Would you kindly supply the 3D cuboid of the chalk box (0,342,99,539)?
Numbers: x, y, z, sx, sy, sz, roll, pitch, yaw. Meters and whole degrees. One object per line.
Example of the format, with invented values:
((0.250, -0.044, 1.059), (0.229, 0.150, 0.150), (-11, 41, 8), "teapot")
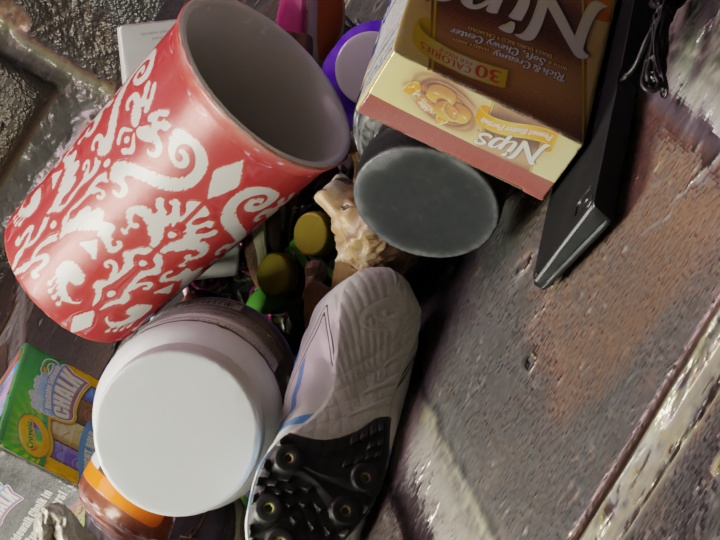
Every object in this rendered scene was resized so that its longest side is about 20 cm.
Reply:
((-0.231, 0.150, 1.847), (0.125, 0.200, 0.124), (-52, 15, 31), "chalk box")

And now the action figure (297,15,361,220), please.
((-0.051, -0.090, 1.899), (0.119, 0.102, 0.200), (-37, 24, 57), "action figure")

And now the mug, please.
((-0.113, -0.064, 1.600), (0.200, 0.133, 0.178), (-43, 6, 28), "mug")

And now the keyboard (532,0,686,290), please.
((0.138, -0.090, 1.359), (0.127, 0.021, 0.200), (-56, 13, 44), "keyboard")

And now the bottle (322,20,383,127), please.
((0.016, -0.128, 1.666), (0.083, 0.066, 0.200), (-25, 0, 7), "bottle")

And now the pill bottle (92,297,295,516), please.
((-0.099, 0.082, 1.524), (0.114, 0.114, 0.200), (-59, 1, 7), "pill bottle")

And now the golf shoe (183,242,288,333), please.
((-0.096, 0.002, 1.839), (0.092, 0.072, 0.201), (75, 175, -64), "golf shoe")

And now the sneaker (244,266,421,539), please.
((-0.016, 0.090, 1.461), (0.073, 0.072, 0.201), (119, 174, -58), "sneaker")

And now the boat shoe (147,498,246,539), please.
((-0.117, 0.191, 1.530), (0.075, 0.073, 0.200), (-53, 16, 32), "boat shoe")

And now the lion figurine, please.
((0.000, 0.000, 1.587), (0.200, 0.072, 0.123), (101, 178, -46), "lion figurine")

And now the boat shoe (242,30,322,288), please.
((-0.049, -0.072, 1.717), (0.075, 0.074, 0.203), (-99, 3, -49), "boat shoe")

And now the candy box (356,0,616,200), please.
((0.078, -0.144, 1.416), (0.055, 0.115, 0.200), (-57, 12, 45), "candy box")

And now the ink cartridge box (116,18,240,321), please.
((-0.121, -0.060, 1.742), (0.116, 0.066, 0.201), (109, 154, -79), "ink cartridge box")

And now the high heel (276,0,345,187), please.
((-0.063, -0.146, 1.762), (0.200, 0.096, 0.067), (87, -154, -46), "high heel")

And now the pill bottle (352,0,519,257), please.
((0.058, -0.106, 1.492), (0.112, 0.112, 0.200), (-48, 18, 44), "pill bottle")

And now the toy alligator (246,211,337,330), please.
((-0.005, -0.019, 1.695), (0.200, 0.059, 0.054), (-46, 63, 26), "toy alligator")

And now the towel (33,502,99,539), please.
((-0.171, 0.247, 1.548), (0.133, 0.034, 0.201), (82, -176, -75), "towel")

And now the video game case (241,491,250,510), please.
((-0.058, 0.161, 1.576), (0.201, 0.018, 0.143), (-61, 14, 0), "video game case")

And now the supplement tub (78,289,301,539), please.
((-0.116, 0.121, 1.682), (0.200, 0.107, 0.107), (-60, 13, 3), "supplement tub")
